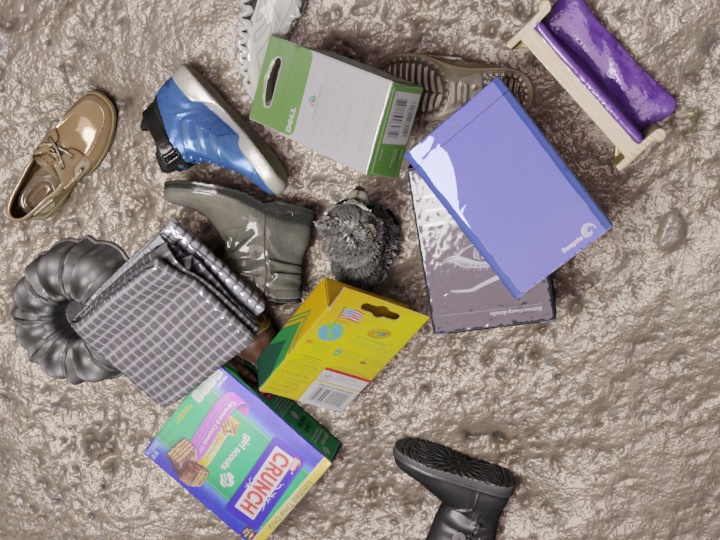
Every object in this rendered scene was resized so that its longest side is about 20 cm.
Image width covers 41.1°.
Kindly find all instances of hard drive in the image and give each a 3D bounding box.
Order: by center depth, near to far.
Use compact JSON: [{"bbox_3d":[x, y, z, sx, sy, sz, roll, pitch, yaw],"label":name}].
[{"bbox_3d":[0.159,-0.088,1.038,0.132,0.025,0.201,-38,92,16],"label":"hard drive"}]

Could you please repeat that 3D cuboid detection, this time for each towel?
[{"bbox_3d":[-0.231,0.060,1.150,0.199,0.086,0.166,-36,109,31],"label":"towel"}]

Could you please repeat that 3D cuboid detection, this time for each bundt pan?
[{"bbox_3d":[-0.372,0.061,1.264,0.199,0.076,0.205,2,104,10],"label":"bundt pan"}]

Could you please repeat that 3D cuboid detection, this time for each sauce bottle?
[{"bbox_3d":[-0.150,0.064,1.226,0.064,0.065,0.201,-32,96,16],"label":"sauce bottle"}]

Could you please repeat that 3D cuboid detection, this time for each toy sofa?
[{"bbox_3d":[0.260,-0.217,1.068,0.097,0.083,0.200,-42,92,18],"label":"toy sofa"}]

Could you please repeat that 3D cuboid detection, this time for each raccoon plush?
[{"bbox_3d":[0.000,0.000,1.142,0.095,0.134,0.203,-8,101,12],"label":"raccoon plush"}]

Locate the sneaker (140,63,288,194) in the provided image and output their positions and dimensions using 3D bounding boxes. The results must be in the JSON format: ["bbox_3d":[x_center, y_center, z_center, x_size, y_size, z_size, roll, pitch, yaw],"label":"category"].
[{"bbox_3d":[-0.185,-0.144,1.176,0.111,0.077,0.200,-44,87,11],"label":"sneaker"}]

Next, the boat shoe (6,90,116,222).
[{"bbox_3d":[-0.381,-0.139,1.225,0.071,0.065,0.201,37,107,1],"label":"boat shoe"}]

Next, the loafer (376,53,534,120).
[{"bbox_3d":[0.110,-0.208,1.111,0.198,0.068,0.077,14,104,25],"label":"loafer"}]

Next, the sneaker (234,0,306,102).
[{"bbox_3d":[-0.105,-0.297,1.134,0.080,0.075,0.203,4,104,1],"label":"sneaker"}]

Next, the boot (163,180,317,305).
[{"bbox_3d":[-0.155,-0.031,1.171,0.197,0.068,0.132,14,89,-8],"label":"boot"}]

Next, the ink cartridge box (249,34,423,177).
[{"bbox_3d":[-0.031,-0.188,1.086,0.199,0.059,0.105,29,110,36],"label":"ink cartridge box"}]

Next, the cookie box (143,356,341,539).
[{"bbox_3d":[-0.153,0.232,1.257,0.199,0.075,0.172,40,106,0],"label":"cookie box"}]

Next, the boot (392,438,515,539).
[{"bbox_3d":[0.095,0.334,1.241,0.163,0.066,0.202,19,110,9],"label":"boot"}]

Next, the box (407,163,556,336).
[{"bbox_3d":[0.145,-0.039,1.120,0.146,0.104,0.203,-6,102,12],"label":"box"}]

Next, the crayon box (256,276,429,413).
[{"bbox_3d":[-0.023,0.084,1.152,0.126,0.051,0.200,20,130,-29],"label":"crayon box"}]
